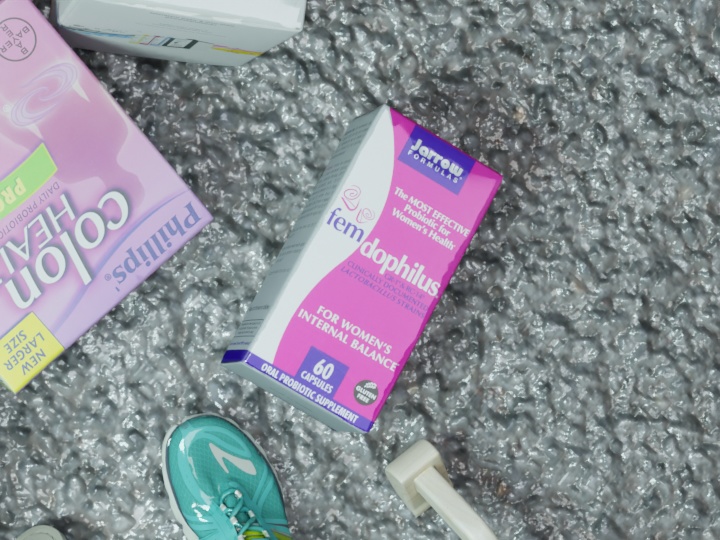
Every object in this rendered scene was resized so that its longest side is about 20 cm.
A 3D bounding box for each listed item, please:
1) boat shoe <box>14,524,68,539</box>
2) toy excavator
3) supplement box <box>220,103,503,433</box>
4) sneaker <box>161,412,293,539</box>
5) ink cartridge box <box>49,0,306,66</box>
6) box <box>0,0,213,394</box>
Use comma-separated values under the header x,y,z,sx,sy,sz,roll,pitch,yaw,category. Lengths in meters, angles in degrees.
x,y,z,sx,sy,sz,roll,pitch,yaw,category
-0.228,0.273,1.443,0.063,0.072,0.201,28,74,-53,boat shoe
0.112,0.223,1.478,0.100,0.194,0.201,-36,124,-10,toy excavator
0.000,0.000,1.466,0.101,0.103,0.201,29,81,-9,supplement box
-0.072,0.189,1.457,0.077,0.080,0.201,-25,93,-12,sneaker
-0.118,-0.222,1.394,0.144,0.200,0.148,7,87,-14,ink cartridge box
-0.231,-0.051,1.418,0.176,0.097,0.200,-41,98,-10,box
